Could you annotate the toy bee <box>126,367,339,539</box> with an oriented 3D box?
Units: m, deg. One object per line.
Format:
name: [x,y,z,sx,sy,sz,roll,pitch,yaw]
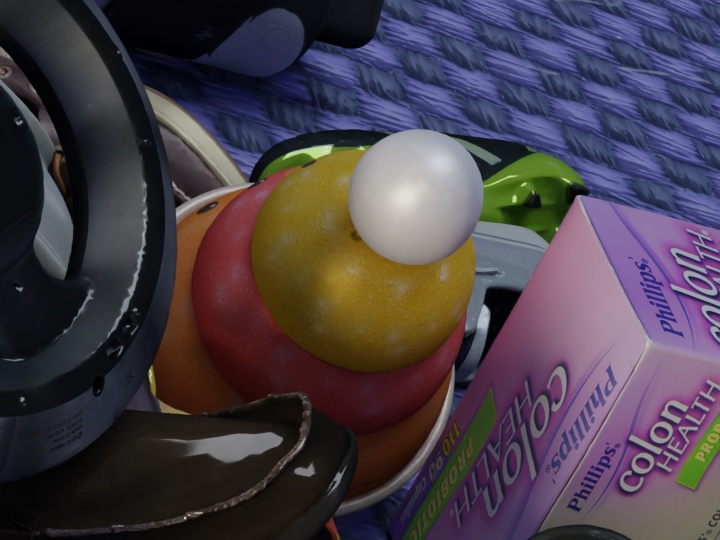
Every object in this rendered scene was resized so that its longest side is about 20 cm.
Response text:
toy bee: [-0.082,0.076,1.077,0.200,0.109,0.131,-3,43,-44]

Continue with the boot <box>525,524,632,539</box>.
boot: [0.077,0.139,1.036,0.079,0.211,0.158,1,33,6]

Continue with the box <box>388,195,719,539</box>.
box: [0.143,0.085,1.186,0.200,0.176,0.097,12,32,-26]

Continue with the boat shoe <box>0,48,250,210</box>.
boat shoe: [-0.128,-0.053,1.306,0.200,0.072,0.072,42,60,3]

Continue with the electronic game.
electronic game: [-0.136,-0.030,0.940,0.200,0.042,0.200,19,62,-41]

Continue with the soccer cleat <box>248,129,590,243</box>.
soccer cleat: [0.019,-0.037,1.407,0.200,0.068,0.081,2,20,-40]

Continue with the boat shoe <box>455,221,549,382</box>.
boat shoe: [0.032,0.016,1.312,0.201,0.070,0.072,2,34,-44]

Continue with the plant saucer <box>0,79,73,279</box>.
plant saucer: [-0.174,-0.063,1.164,0.200,0.050,0.200,38,-11,9]

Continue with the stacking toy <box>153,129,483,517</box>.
stacking toy: [0.000,0.000,1.145,0.146,0.200,0.146,9,64,-19]

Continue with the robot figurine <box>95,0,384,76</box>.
robot figurine: [-0.082,-0.167,1.451,0.200,0.150,0.125,13,56,-27]

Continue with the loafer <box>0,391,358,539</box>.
loafer: [-0.100,0.075,0.988,0.200,0.071,0.073,-16,26,5]
